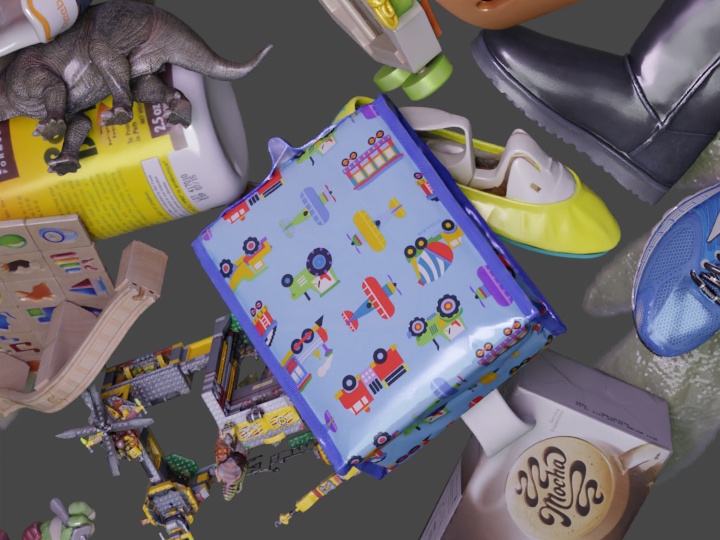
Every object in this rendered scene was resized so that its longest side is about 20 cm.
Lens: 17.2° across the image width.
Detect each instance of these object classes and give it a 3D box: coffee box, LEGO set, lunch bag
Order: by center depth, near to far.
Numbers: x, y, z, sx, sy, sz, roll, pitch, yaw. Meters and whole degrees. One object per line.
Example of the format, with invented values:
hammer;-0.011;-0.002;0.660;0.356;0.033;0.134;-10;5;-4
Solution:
lunch bag;0.000;0.000;1.423;0.150;0.094;0.200;-38;74;8
LEGO set;-0.088;0.112;1.555;0.199;0.116;0.154;-13;117;10
coffee box;0.113;0.163;1.586;0.113;0.080;0.201;24;113;-5

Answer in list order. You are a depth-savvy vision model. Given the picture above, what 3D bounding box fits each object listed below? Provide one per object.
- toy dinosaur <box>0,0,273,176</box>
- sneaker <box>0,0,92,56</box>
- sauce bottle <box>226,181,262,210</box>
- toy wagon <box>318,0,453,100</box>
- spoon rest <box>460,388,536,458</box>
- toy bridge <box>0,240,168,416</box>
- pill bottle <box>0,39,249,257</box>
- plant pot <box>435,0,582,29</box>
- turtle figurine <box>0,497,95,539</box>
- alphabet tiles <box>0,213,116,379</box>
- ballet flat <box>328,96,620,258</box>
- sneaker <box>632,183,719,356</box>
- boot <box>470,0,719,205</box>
toy dinosaur;-0.155;-0.122;1.402;0.199;0.103;0.077;-21;153;10
sneaker;-0.245;-0.174;1.392;0.199;0.080;0.079;6;140;30
sauce bottle;0.007;-0.003;1.531;0.199;0.066;0.066;18;114;-2
toy wagon;-0.003;-0.170;1.389;0.040;0.200;0.155;-41;106;-6
spoon rest;0.041;0.029;1.474;0.099;0.061;0.200;-35;97;4
toy bridge;-0.188;0.053;1.507;0.027;0.067;0.200;27;141;-25
pill bottle;-0.178;-0.071;1.492;0.199;0.109;0.110;-16;111;11
plant pot;0.097;-0.233;1.368;0.140;0.200;0.200;-32;108;35
turtle figurine;-0.252;0.178;1.574;0.143;0.200;0.195;-28;104;1
alphabet tiles;-0.236;0.023;1.528;0.166;0.008;0.200;-6;151;7
ballet flat;0.074;-0.063;1.496;0.199;0.067;0.067;16;129;0
sneaker;0.242;-0.020;1.484;0.078;0.089;0.200;35;113;-10
boot;0.189;-0.159;1.447;0.164;0.066;0.200;34;115;-19
